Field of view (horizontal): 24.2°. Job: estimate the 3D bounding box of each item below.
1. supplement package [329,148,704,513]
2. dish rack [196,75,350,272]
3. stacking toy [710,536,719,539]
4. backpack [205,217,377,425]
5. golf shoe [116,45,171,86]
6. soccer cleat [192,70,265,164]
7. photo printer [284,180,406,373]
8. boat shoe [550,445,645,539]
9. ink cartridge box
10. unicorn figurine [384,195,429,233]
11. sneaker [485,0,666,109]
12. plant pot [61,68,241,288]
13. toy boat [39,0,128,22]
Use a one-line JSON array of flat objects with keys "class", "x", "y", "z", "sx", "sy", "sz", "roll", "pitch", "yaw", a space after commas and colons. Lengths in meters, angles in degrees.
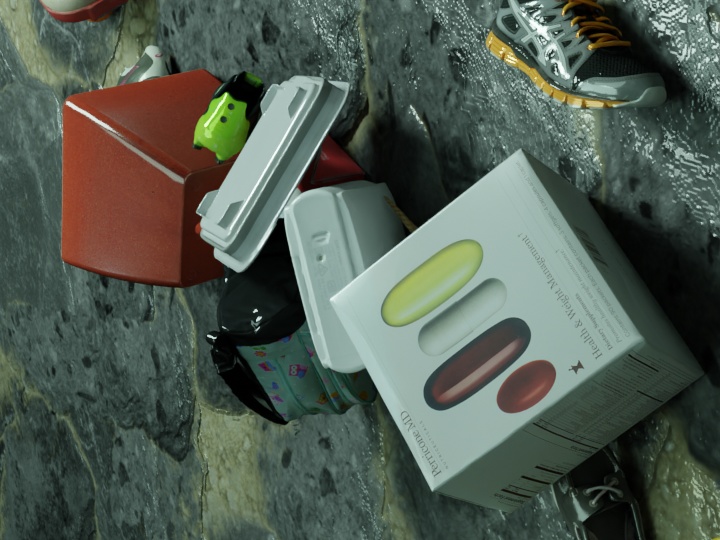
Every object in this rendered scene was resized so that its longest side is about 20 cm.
[{"class": "supplement package", "x": 0.121, "y": 0.052, "z": 1.324, "sx": 0.200, "sy": 0.147, "sz": 0.191, "roll": -39, "pitch": 61, "yaw": 16}, {"class": "dish rack", "x": -0.090, "y": -0.100, "z": 1.571, "sx": 0.200, "sy": 0.043, "sz": 0.172, "roll": -59, "pitch": 16, "yaw": -2}, {"class": "stacking toy", "x": 0.256, "y": 0.237, "z": 1.197, "sx": 0.116, "sy": 0.200, "sz": 0.110, "roll": -19, "pitch": 83, "yaw": 57}, {"class": "backpack", "x": -0.062, "y": 0.065, "z": 1.656, "sx": 0.200, "sy": 0.126, "sz": 0.167, "roll": 64, "pitch": -152, "yaw": -43}, {"class": "golf shoe", "x": -0.274, "y": -0.196, "z": 2.050, "sx": 0.200, "sy": 0.077, "sz": 0.088, "roll": -34, "pitch": 51, "yaw": 54}, {"class": "soccer cleat", "x": -0.122, "y": -0.173, "z": 1.743, "sx": 0.081, "sy": 0.067, "sz": 0.200, "roll": -58, "pitch": 5, "yaw": 21}, {"class": "photo printer", "x": 0.000, "y": 0.000, "z": 1.564, "sx": 0.069, "sy": 0.200, "sz": 0.167, "roll": -13, "pitch": 92, "yaw": 16}, {"class": "boat shoe", "x": 0.210, "y": 0.221, "z": 1.391, "sx": 0.057, "sy": 0.067, "sz": 0.201, "roll": -5, "pitch": 102, "yaw": 69}, {"class": "ink cartridge box", "x": -0.061, "y": -0.077, "z": 1.729, "sx": 0.116, "sy": 0.067, "sz": 0.200, "roll": 48, "pitch": 137, "yaw": 39}, {"class": "unicorn figurine", "x": 0.087, "y": 0.021, "z": 1.507, "sx": 0.200, "sy": 0.138, "sz": 0.074, "roll": 11, "pitch": 150, "yaw": 34}, {"class": "sneaker", "x": 0.169, "y": -0.181, "z": 1.324, "sx": 0.200, "sy": 0.078, "sz": 0.077, "roll": 39, "pitch": 125, "yaw": 47}, {"class": "plant pot", "x": -0.195, "y": -0.088, "z": 1.840, "sx": 0.176, "sy": 0.200, "sz": 0.200, "roll": 28, "pitch": 124, "yaw": 39}, {"class": "toy boat", "x": -0.342, "y": -0.361, "z": 2.067, "sx": 0.200, "sy": 0.130, "sz": 0.131, "roll": 50, "pitch": 168, "yaw": 38}]
